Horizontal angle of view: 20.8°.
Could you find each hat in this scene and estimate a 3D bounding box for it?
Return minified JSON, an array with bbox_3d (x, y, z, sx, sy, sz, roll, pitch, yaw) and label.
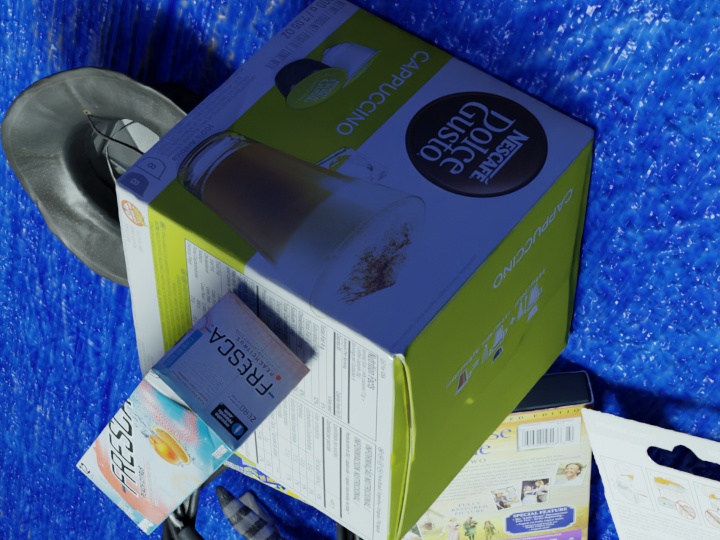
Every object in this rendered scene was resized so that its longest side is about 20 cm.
[{"bbox_3d":[-0.146,-0.080,1.351,0.200,0.081,0.201,18,138,17],"label":"hat"}]

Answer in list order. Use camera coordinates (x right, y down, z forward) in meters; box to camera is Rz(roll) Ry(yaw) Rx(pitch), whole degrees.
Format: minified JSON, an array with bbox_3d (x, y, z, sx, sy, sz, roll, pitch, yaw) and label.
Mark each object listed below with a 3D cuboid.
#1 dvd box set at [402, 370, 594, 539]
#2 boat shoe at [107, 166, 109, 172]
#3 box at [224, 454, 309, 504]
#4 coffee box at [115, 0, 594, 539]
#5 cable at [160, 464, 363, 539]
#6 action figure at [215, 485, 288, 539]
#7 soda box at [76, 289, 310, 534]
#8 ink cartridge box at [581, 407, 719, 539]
[{"bbox_3d":[0.082,0.146,1.320,0.145,0.030,0.201,-8,139,-1],"label":"dvd box set"},{"bbox_3d":[-0.152,-0.033,1.442,0.065,0.072,0.201,-22,103,20],"label":"boat shoe"},{"bbox_3d":[-0.022,0.137,1.484,0.199,0.070,0.065,20,143,36],"label":"box"},{"bbox_3d":[0.000,0.000,1.148,0.197,0.200,0.201,30,147,22],"label":"coffee box"},{"bbox_3d":[-0.079,0.209,1.580,0.199,0.164,0.051,10,176,26],"label":"cable"},{"bbox_3d":[-0.067,0.276,1.647,0.193,0.200,0.105,29,116,16],"label":"action figure"},{"bbox_3d":[-0.098,0.084,1.100,0.064,0.068,0.200,44,152,1],"label":"soda box"},{"bbox_3d":[0.235,0.169,1.244,0.162,0.050,0.201,12,131,44],"label":"ink cartridge box"}]
